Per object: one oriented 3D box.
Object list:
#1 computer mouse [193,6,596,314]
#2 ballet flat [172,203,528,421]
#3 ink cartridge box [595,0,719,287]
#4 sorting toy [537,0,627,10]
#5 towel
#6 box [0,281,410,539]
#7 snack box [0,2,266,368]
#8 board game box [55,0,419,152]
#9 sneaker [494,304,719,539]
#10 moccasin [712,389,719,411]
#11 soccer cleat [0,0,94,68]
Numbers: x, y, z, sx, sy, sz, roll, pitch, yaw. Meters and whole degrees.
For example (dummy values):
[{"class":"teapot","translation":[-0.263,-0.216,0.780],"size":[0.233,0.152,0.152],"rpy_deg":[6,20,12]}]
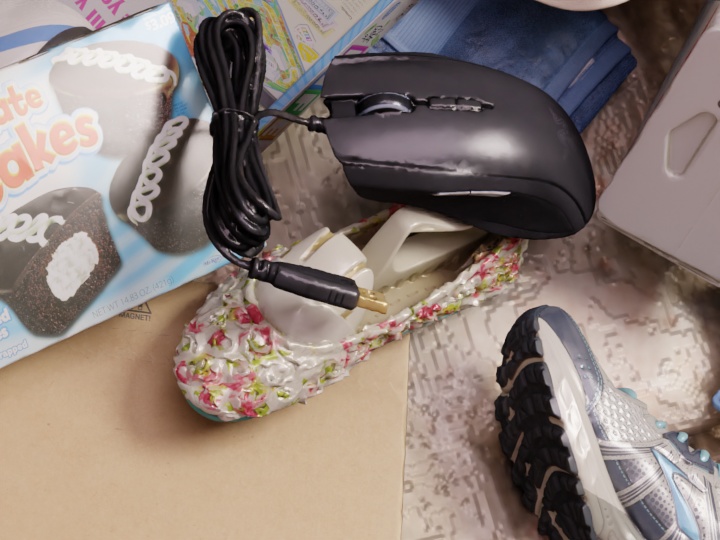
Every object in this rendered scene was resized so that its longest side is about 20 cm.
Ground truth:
[{"class":"computer mouse","translation":[0.024,-0.041,1.091],"size":[0.199,0.046,0.141],"rpy_deg":[16,53,-22]},{"class":"ballet flat","translation":[0.000,0.000,1.126],"size":[0.200,0.064,0.076],"rpy_deg":[-29,66,-38]},{"class":"ink cartridge box","translation":[0.198,-0.108,1.161],"size":[0.083,0.146,0.200],"rpy_deg":[30,51,2]},{"class":"sorting toy","translation":[0.088,-0.178,1.169],"size":[0.199,0.107,0.180],"rpy_deg":[20,37,11]},{"class":"towel","translation":[0.030,-0.130,1.217],"size":[0.200,0.049,0.112],"rpy_deg":[39,67,5]},{"class":"box","translation":[-0.078,0.083,1.121],"size":[0.199,0.021,0.164],"rpy_deg":[8,69,-14]},{"class":"snack box","translation":[-0.150,-0.025,1.087],"size":[0.199,0.037,0.117],"rpy_deg":[-26,99,-24]},{"class":"board game box","translation":[-0.085,-0.155,1.174],"size":[0.134,0.034,0.200],"rpy_deg":[-42,80,16]},{"class":"sneaker","translation":[0.128,0.104,1.140],"size":[0.086,0.078,0.201],"rpy_deg":[-23,85,-20]},{"class":"moccasin","translation":[0.211,0.079,1.150],"size":[0.068,0.080,0.201],"rpy_deg":[-2,67,-39]},{"class":"soccer cleat","translation":[-0.198,-0.046,1.141],"size":[0.086,0.070,0.200],"rpy_deg":[31,69,29]}]
